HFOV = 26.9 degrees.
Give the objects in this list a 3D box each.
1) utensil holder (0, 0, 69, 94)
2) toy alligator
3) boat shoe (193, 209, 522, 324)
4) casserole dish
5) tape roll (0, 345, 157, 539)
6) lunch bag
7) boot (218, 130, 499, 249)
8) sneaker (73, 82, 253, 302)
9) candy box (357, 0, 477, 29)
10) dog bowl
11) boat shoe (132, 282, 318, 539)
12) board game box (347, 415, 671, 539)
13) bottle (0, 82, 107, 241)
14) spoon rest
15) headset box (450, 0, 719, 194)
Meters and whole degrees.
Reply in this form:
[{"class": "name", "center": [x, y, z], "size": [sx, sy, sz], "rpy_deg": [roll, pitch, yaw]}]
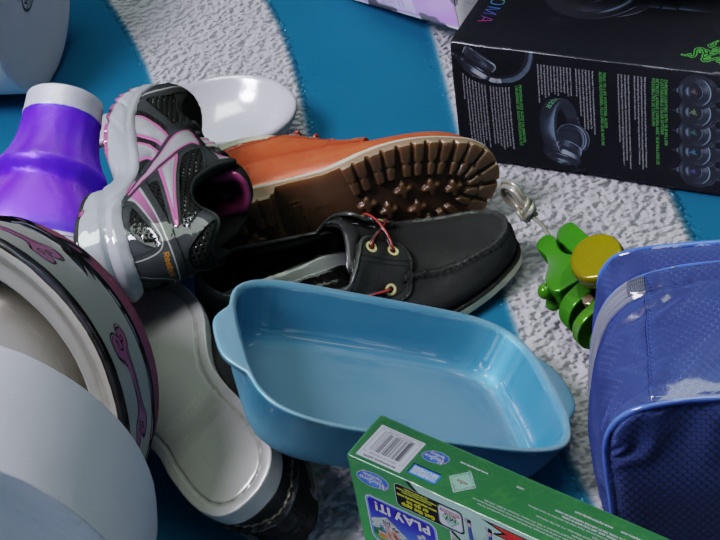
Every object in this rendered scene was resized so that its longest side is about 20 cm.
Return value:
[{"class": "utensil holder", "center": [-0.341, -0.214, 1.142], "size": [0.198, 0.171, 0.171], "rpy_deg": [2, 40, 11]}, {"class": "toy alligator", "center": [0.128, 0.013, 0.844], "size": [0.054, 0.059, 0.200], "rpy_deg": [-46, 46, -6]}, {"class": "boat shoe", "center": [0.001, 0.001, 0.883], "size": [0.200, 0.063, 0.074], "rpy_deg": [-16, 36, -10]}, {"class": "casserole dish", "center": [0.015, 0.061, 0.769], "size": [0.198, 0.039, 0.121], "rpy_deg": [11, 29, -22]}, {"class": "tape roll", "center": [-0.189, 0.124, 0.658], "size": [0.201, 0.204, 0.071], "rpy_deg": [-7, 37, 3]}, {"class": "lunch bag", "center": [0.206, 0.058, 0.705], "size": [0.198, 0.137, 0.133], "rpy_deg": [-3, 39, 7]}, {"class": "boot", "center": [-0.015, -0.061, 0.957], "size": [0.198, 0.076, 0.108], "rpy_deg": [-12, 33, -1]}, {"class": "sneaker", "center": [-0.102, -0.046, 0.879], "size": [0.086, 0.081, 0.201], "rpy_deg": [-10, 36, 8]}, {"class": "candy box", "center": [0.099, -0.267, 1.164], "size": [0.199, 0.072, 0.167], "rpy_deg": [-28, 31, -22]}, {"class": "dog bowl", "center": [-0.190, 0.061, 0.753], "size": [0.198, 0.202, 0.074], "rpy_deg": [6, 18, 19]}, {"class": "boat shoe", "center": [-0.083, 0.074, 0.811], "size": [0.074, 0.060, 0.200], "rpy_deg": [-45, 42, -2]}, {"class": "board game box", "center": [0.089, 0.149, 0.619], "size": [0.199, 0.135, 0.029], "rpy_deg": [20, 46, 33]}, {"class": "bottle", "center": [-0.187, -0.008, 0.864], "size": [0.083, 0.065, 0.202], "rpy_deg": [5, 69, 1]}, {"class": "spoon rest", "center": [-0.134, -0.088, 1.022], "size": [0.199, 0.061, 0.099], "rpy_deg": [-29, 42, -21]}, {"class": "headset box", "center": [0.185, -0.146, 1.000], "size": [0.199, 0.093, 0.174], "rpy_deg": [12, 43, 24]}]
